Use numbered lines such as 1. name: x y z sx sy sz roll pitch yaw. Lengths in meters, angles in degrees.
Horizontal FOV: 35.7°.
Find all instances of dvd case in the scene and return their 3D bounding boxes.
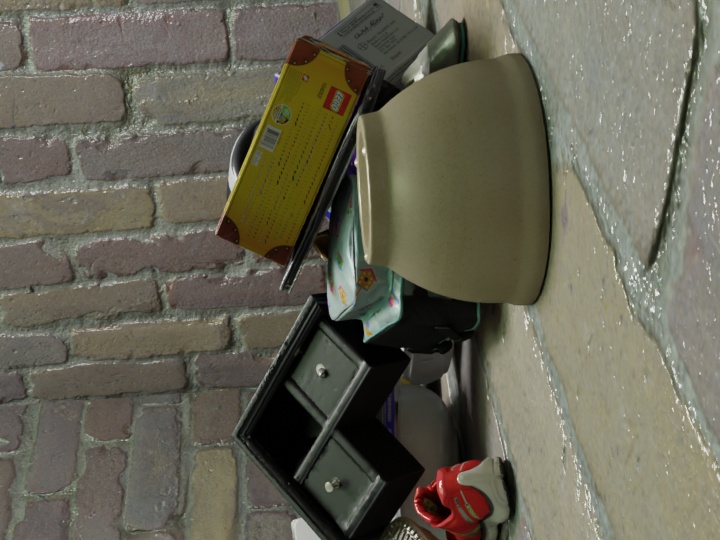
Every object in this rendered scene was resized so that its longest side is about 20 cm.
1. dvd case: -0.028 -0.093 1.114 0.149 0.016 0.202 -75 10 -63

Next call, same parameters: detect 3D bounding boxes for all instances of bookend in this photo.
1. bookend: -0.009 0.163 1.182 0.200 0.092 0.200 44 116 26

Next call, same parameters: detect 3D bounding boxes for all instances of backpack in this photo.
1. backpack: 0.044 -0.034 1.108 0.176 0.151 0.203 128 152 -73

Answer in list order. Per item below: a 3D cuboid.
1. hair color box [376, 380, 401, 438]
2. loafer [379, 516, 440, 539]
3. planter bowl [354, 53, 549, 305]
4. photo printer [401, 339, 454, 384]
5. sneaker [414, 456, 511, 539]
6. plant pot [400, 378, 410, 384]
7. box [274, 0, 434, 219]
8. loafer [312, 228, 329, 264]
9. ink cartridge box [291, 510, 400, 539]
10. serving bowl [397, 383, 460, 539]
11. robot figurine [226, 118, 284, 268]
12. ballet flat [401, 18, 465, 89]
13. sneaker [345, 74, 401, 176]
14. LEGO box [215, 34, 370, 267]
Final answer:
1. hair color box: 0.024 0.192 1.353 0.200 0.064 0.111 62 -153 -71
2. loafer: 0.095 0.322 1.112 0.076 0.068 0.200 -55 45 13
3. planter bowl: 0.065 -0.070 0.904 0.200 0.133 0.203 177 90 -86
4. photo printer: 0.056 0.008 1.342 0.201 0.068 0.168 -111 20 -47
5. sneaker: 0.094 0.229 1.106 0.201 0.084 0.078 94 172 -61
6. plant pot: 0.007 0.212 1.554 0.178 0.198 0.200 64 178 7
7. box: -0.008 -0.197 1.380 0.105 0.184 0.201 37 153 21
8. loafer: 0.000 0.000 1.274 0.200 0.071 0.074 -134 44 -65
9. ink cartridge box: 0.016 0.347 1.437 0.200 0.144 0.086 21 -121 -68
10. serving bowl: 0.083 0.231 1.300 0.200 0.065 0.203 -3 -90 -83
11. robot figurine: -0.090 -0.100 1.287 0.151 0.124 0.200 -55 -4 -22
12. ballet flat: 0.072 -0.186 1.197 0.201 0.063 0.068 93 173 -58
13. sneaker: 0.024 -0.117 1.212 0.070 0.099 0.202 -42 -46 -37
14. LEGO box: -0.064 -0.122 1.100 0.149 0.076 0.202 -90 23 -77
